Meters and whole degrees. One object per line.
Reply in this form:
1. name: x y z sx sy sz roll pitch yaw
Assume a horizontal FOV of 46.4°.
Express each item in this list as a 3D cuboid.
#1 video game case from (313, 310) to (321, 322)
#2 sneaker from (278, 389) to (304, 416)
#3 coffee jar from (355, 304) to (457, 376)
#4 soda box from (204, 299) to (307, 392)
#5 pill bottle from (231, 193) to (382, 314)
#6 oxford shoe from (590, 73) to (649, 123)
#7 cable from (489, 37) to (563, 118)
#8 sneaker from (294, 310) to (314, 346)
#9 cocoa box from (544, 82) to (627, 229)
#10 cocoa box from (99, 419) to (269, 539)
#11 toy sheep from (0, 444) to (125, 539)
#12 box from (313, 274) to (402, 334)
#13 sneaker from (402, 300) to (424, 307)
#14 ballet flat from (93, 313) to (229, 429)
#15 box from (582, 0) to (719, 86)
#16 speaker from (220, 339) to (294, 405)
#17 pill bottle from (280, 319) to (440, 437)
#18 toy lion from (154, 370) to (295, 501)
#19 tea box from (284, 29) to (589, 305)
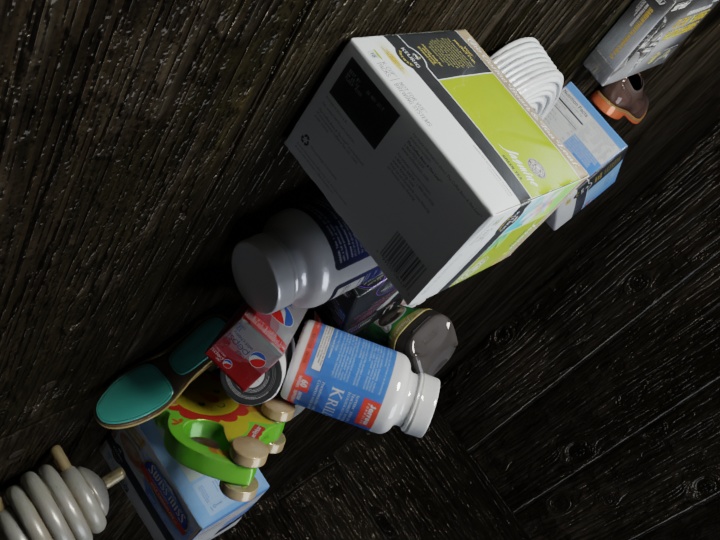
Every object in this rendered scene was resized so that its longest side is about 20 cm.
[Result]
1. video game case: -0.020 0.114 1.357 0.142 0.017 0.204 -15 117 -42
2. sneaker: -0.171 0.198 1.316 0.198 0.113 0.073 -28 -169 -31
3. coffee jar: 0.045 0.097 1.249 0.104 0.086 0.198 -39 -147 -30
4. soda box: -0.111 0.057 0.982 0.070 0.063 0.200 -42 -172 19
5. pill bottle: -0.042 -0.026 0.936 0.198 0.112 0.111 -26 162 -39
6. oxford shoe: 0.462 -0.299 1.427 0.199 0.071 0.073 -17 151 -55
7. cable: 0.155 -0.185 1.012 0.199 0.070 0.200 -34 166 -15
8. sneaker: -0.030 0.078 1.390 0.200 0.071 0.099 -46 154 0
9. cocoa box: 0.309 -0.169 1.286 0.131 0.134 0.200 -39 166 4
10. cocoa box: -0.251 0.280 1.196 0.132 0.201 0.131 -21 159 -46
11. toy sheep: -0.392 0.307 1.070 0.198 0.139 0.138 -32 165 -24
12. box: 0.000 0.000 1.133 0.121 0.107 0.200 -31 165 -20
13. sneaker: 0.096 -0.025 1.356 0.088 0.081 0.202 0 125 -58
14. ballet flat: -0.236 0.131 1.042 0.199 0.069 0.063 -35 171 -12
15. box: 0.430 -0.355 1.209 0.199 0.049 0.159 -26 161 -41
16. speaker: -0.133 0.119 1.122 0.081 0.082 0.200 -38 -177 3
17. pill bottle: 0.002 0.150 1.119 0.112 0.197 0.114 -161 -90 -89
18. toy lion: -0.192 0.192 1.078 0.200 0.189 0.070 -56 165 -72
19. tea box: 0.074 -0.105 0.789 0.195 0.201 0.134 -21 159 -47
